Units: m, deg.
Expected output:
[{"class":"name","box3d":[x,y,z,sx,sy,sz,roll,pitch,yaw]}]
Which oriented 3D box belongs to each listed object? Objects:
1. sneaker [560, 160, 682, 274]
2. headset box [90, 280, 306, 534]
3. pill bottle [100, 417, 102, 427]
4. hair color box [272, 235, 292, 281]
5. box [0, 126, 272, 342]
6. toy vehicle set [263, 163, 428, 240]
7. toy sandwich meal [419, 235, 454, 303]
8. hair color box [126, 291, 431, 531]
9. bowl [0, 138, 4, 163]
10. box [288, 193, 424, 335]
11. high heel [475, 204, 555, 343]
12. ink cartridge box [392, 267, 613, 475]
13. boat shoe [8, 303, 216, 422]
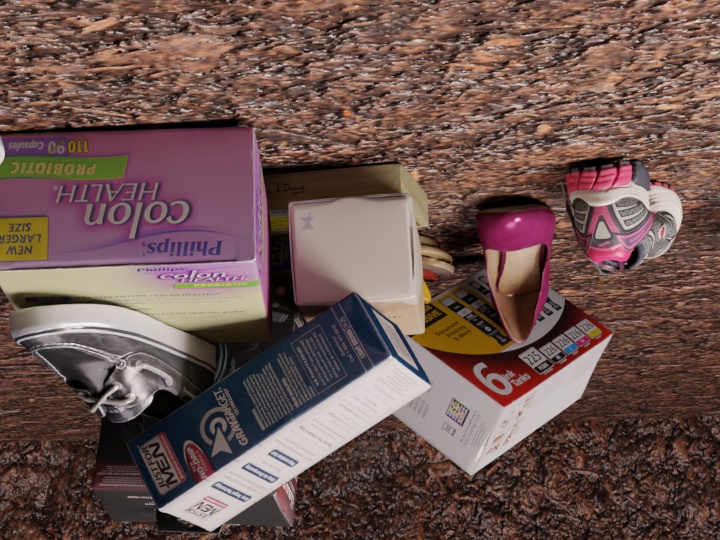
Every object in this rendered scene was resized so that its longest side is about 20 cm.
[{"class":"sneaker","box3d":[0.203,-0.032,1.651,0.080,0.075,0.200,-7,171,21]},{"class":"headset box","box3d":[-0.122,0.112,1.645,0.148,0.201,0.077,1,153,11]},{"class":"pill bottle","box3d":[-0.179,0.092,1.879,0.110,0.202,0.111,-4,170,-1]},{"class":"hair color box","box3d":[-0.128,0.014,1.745,0.199,0.065,0.109,-8,145,17]},{"class":"box","box3d":[-0.153,-0.019,1.461,0.175,0.097,0.200,-2,164,1]},{"class":"toy vehicle set","box3d":[-0.055,-0.048,1.609,0.199,0.027,0.124,-5,170,9]},{"class":"toy sandwich meal","box3d":[-0.016,0.015,1.866,0.204,0.071,0.205,-3,171,-1]},{"class":"hair color box","box3d":[-0.057,0.103,1.502,0.199,0.061,0.100,-34,156,7]},{"class":"bowl","box3d":[-0.269,-0.101,0.988,0.199,0.106,0.201,-2,170,0]},{"class":"box","box3d":[0.000,0.000,1.593,0.094,0.078,0.200,-4,171,4]},{"class":"high heel","box3d":[0.135,0.002,1.760,0.067,0.097,0.200,-5,171,9]},{"class":"ink cartridge box","box3d":[0.098,0.069,1.888,0.175,0.084,0.200,36,-145,20]},{"class":"boat shoe","box3d":[-0.170,0.071,1.469,0.071,0.068,0.200,-11,161,28]}]
